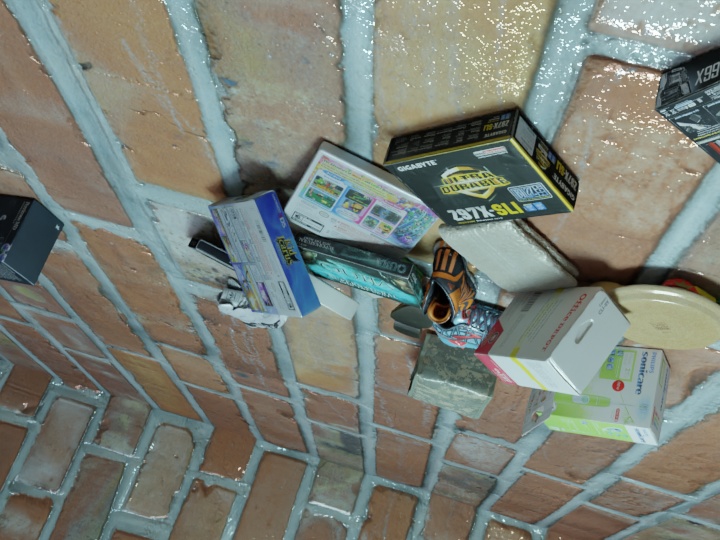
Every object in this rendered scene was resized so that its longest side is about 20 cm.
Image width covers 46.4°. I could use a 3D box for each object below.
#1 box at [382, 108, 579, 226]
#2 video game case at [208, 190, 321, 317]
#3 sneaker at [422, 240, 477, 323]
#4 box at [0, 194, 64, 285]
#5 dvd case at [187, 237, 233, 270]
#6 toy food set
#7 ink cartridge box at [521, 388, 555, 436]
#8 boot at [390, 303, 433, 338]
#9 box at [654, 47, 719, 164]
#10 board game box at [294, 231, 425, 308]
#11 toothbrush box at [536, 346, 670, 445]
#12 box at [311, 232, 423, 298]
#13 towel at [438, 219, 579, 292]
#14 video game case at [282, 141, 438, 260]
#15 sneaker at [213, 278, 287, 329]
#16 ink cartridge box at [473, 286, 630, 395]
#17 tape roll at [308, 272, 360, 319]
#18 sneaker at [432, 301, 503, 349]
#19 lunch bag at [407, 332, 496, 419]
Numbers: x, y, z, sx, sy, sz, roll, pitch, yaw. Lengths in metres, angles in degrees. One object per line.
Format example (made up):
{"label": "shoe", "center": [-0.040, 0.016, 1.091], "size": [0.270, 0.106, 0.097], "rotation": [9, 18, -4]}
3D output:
{"label": "box", "center": [0.154, -0.124, 1.075], "size": [0.200, 0.050, 0.160], "rotation": [-5, 149, 43]}
{"label": "video game case", "center": [-0.157, -0.026, 1.356], "size": [0.181, 0.045, 0.201], "rotation": [0, 115, 57]}
{"label": "sneaker", "center": [0.138, 0.043, 1.371], "size": [0.077, 0.112, 0.200], "rotation": [10, 155, 21]}
{"label": "box", "center": [-0.750, -0.069, 1.747], "size": [0.199, 0.149, 0.107], "rotation": [8, 155, 23]}
{"label": "dvd case", "center": [-0.225, -0.006, 1.581], "size": [0.200, 0.025, 0.150], "rotation": [29, 175, -16]}
{"label": "toy food set", "center": [0.454, 0.064, 1.263], "size": [0.198, 0.049, 0.200], "rotation": [28, 155, -22]}
{"label": "ink cartridge box", "center": [0.334, 0.175, 1.403], "size": [0.050, 0.201, 0.162], "rotation": [18, 157, 1]}
{"label": "boot", "center": [0.096, 0.063, 1.473], "size": [0.073, 0.076, 0.200], "rotation": [21, 168, 2]}
{"label": "box", "center": [0.411, -0.162, 0.792], "size": [0.157, 0.050, 0.200], "rotation": [29, 155, -24]}
{"label": "board game box", "center": [0.000, 0.000, 1.340], "size": [0.199, 0.028, 0.135], "rotation": [16, 163, 20]}
{"label": "toothbrush box", "center": [0.430, 0.214, 1.488], "size": [0.199, 0.146, 0.086], "rotation": [4, 152, 32]}
{"label": "box", "center": [-0.001, -0.021, 1.420], "size": [0.117, 0.049, 0.200], "rotation": [-7, 147, 46]}
{"label": "towel", "center": [0.225, -0.026, 1.255], "size": [0.132, 0.035, 0.200], "rotation": [-9, 146, 44]}
{"label": "video game case", "center": [0.001, -0.090, 1.246], "size": [0.199, 0.024, 0.182], "rotation": [25, 144, -10]}
{"label": "sneaker", "center": [-0.226, 0.069, 1.749], "size": [0.115, 0.075, 0.200], "rotation": [29, 158, -28]}
{"label": "ink cartridge box", "center": [0.289, 0.104, 1.286], "size": [0.083, 0.145, 0.200], "rotation": [45, 162, -16]}
{"label": "tape roll", "center": [-0.093, 0.023, 1.499], "size": [0.202, 0.037, 0.203], "rotation": [32, 178, 1]}
{"label": "sneaker", "center": [0.204, 0.098, 1.488], "size": [0.199, 0.080, 0.096], "rotation": [-1, 148, 38]}
{"label": "lunch bag", "center": [0.188, 0.228, 1.739], "size": [0.163, 0.118, 0.200], "rotation": [16, 152, 3]}
